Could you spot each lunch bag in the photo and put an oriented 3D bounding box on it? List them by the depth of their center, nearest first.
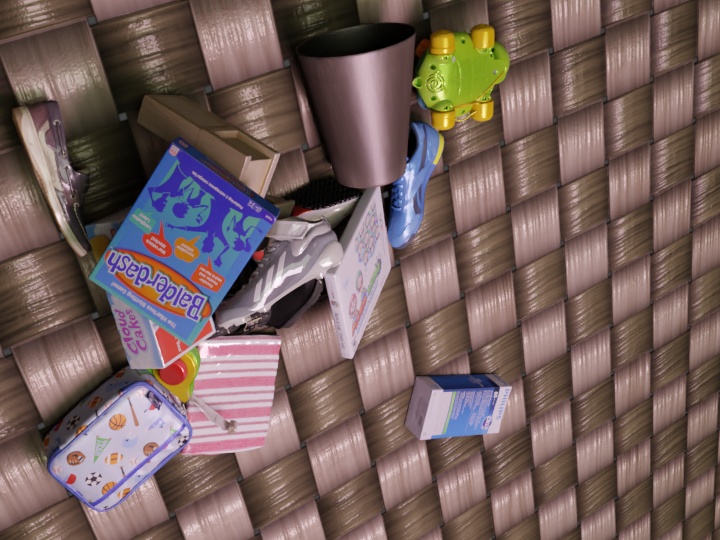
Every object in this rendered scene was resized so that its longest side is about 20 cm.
[{"bbox_3d":[-0.347,0.247,1.185,0.199,0.075,0.161,-39,125,-8],"label":"lunch bag"}]

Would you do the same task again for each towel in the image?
[{"bbox_3d":[-0.207,0.196,1.287,0.144,0.030,0.205,2,106,-33],"label":"towel"}]

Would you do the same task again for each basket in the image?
[{"bbox_3d":[0.006,-0.236,1.177,0.177,0.136,0.204,-18,123,-16],"label":"basket"}]

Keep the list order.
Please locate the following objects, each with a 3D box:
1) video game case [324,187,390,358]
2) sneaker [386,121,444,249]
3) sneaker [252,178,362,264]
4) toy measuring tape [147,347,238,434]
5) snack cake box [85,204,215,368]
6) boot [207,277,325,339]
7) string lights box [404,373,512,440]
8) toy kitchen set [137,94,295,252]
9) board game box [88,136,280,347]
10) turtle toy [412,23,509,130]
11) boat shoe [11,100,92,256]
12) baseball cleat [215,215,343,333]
[{"bbox_3d":[0.000,0.000,1.242,0.184,0.023,0.202,80,27,-45],"label":"video game case"},{"bbox_3d":[0.069,-0.138,1.292,0.077,0.065,0.204,11,98,-43],"label":"sneaker"},{"bbox_3d":[-0.084,-0.066,1.236,0.197,0.070,0.095,-26,136,-21],"label":"sneaker"},{"bbox_3d":[-0.243,0.160,1.198,0.200,0.073,0.074,43,85,-15],"label":"toy measuring tape"},{"bbox_3d":[-0.277,0.015,1.084,0.115,0.066,0.204,-37,118,-56],"label":"snack cake box"},{"bbox_3d":[-0.147,0.029,1.174,0.155,0.081,0.212,-2,144,-33],"label":"boot"},{"bbox_3d":[0.188,0.258,1.541,0.196,0.059,0.105,3,109,-33],"label":"string lights box"},{"bbox_3d":[-0.204,-0.106,1.099,0.163,0.179,0.203,-21,139,-62],"label":"toy kitchen set"},{"bbox_3d":[-0.213,-0.032,0.979,0.151,0.045,0.202,34,105,-10],"label":"board game box"},{"bbox_3d":[0.158,-0.309,1.258,0.197,0.101,0.149,-16,118,-26],"label":"turtle toy"},{"bbox_3d":[-0.372,-0.115,1.022,0.064,0.072,0.204,-24,115,-16],"label":"boat shoe"},{"bbox_3d":[-0.123,-0.006,1.094,0.197,0.070,0.108,-30,99,-9],"label":"baseball cleat"}]
